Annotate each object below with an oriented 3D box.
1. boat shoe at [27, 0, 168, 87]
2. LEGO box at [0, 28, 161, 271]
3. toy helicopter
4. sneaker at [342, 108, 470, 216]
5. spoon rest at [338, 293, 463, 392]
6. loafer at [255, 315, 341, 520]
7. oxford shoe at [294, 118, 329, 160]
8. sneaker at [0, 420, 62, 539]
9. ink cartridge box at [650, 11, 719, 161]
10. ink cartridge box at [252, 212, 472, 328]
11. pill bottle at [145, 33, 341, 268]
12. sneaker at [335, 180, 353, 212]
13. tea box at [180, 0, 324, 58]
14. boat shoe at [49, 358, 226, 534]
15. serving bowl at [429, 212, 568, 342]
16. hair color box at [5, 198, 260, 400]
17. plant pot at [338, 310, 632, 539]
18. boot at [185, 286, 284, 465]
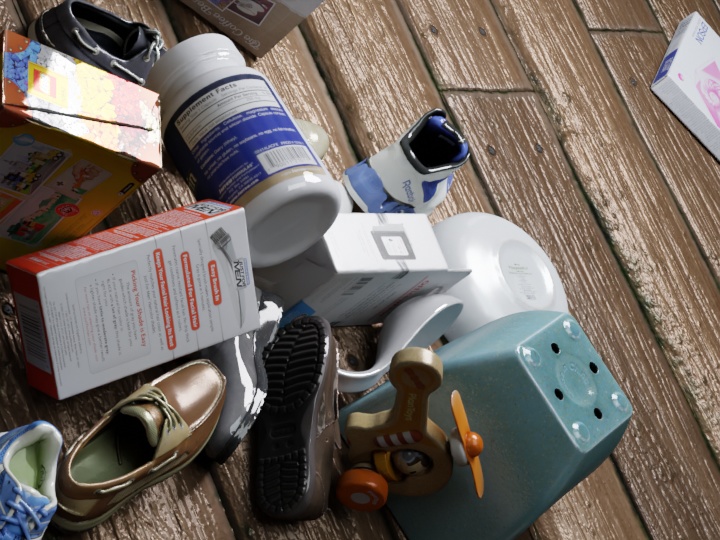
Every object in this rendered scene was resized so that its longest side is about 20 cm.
[{"bbox_3d":[-0.217,-0.203,1.731,0.199,0.063,0.073,21,48,-36],"label":"boat shoe"},{"bbox_3d":[-0.277,-0.088,1.469,0.149,0.200,0.077,21,49,-35],"label":"LEGO box"},{"bbox_3d":[0.052,0.139,1.600,0.132,0.200,0.079,9,49,3],"label":"toy helicopter"},{"bbox_3d":[0.073,-0.112,1.903,0.081,0.115,0.199,58,24,6],"label":"sneaker"},{"bbox_3d":[0.025,0.074,1.759,0.199,0.099,0.061,-17,64,-40],"label":"spoon rest"},{"bbox_3d":[-0.054,0.138,1.642,0.071,0.073,0.201,47,44,-52],"label":"loafer"},{"bbox_3d":[-0.092,-0.129,1.796,0.200,0.074,0.071,-10,69,-49],"label":"oxford shoe"},{"bbox_3d":[-0.276,0.194,1.356,0.076,0.077,0.201,33,44,-27],"label":"sneaker"},{"bbox_3d":[0.502,-0.240,2.530,0.200,0.043,0.197,44,38,-11],"label":"ink cartridge box"},{"bbox_3d":[0.000,0.000,1.762,0.199,0.116,0.067,-1,62,-47],"label":"ink cartridge box"},{"bbox_3d":[-0.110,-0.111,1.633,0.115,0.116,0.200,-1,50,-46],"label":"pill bottle"},{"bbox_3d":[-0.063,-0.064,1.773,0.200,0.080,0.077,-13,70,-53],"label":"sneaker"},{"bbox_3d":[-0.126,-0.369,1.894,0.200,0.133,0.197,34,43,-24],"label":"tea box"},{"bbox_3d":[-0.176,0.136,1.472,0.076,0.074,0.200,42,50,6],"label":"boat shoe"},{"bbox_3d":[0.157,0.019,1.952,0.200,0.066,0.201,26,46,-31],"label":"serving bowl"},{"bbox_3d":[-0.186,0.021,1.510,0.199,0.064,0.111,-18,111,-32],"label":"hair color box"},{"bbox_3d":[0.137,0.146,1.725,0.196,0.200,0.197,-28,83,-51],"label":"plant pot"},{"bbox_3d":[-0.149,0.071,1.606,0.131,0.070,0.200,28,40,-18],"label":"boot"}]
